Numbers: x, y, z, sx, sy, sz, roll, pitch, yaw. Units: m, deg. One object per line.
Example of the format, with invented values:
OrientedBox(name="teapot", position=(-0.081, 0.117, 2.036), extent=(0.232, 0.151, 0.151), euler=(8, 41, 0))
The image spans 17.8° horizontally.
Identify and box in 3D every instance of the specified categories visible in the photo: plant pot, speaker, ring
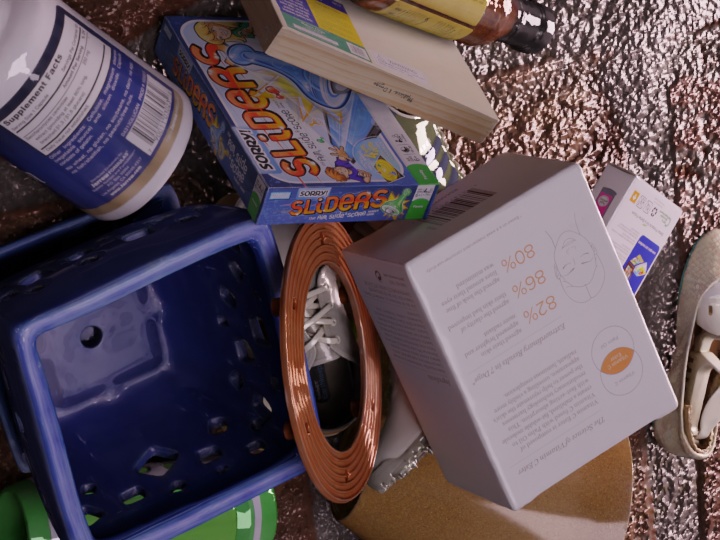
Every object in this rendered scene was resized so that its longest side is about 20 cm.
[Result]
OrientedBox(name="plant pot", position=(0.084, 0.176, 1.813), extent=(0.200, 0.186, 0.187), euler=(16, 99, -16))
OrientedBox(name="speaker", position=(-0.166, 0.187, 1.709), extent=(0.200, 0.088, 0.089), euler=(-4, 108, -29))
OrientedBox(name="ring", position=(-0.024, 0.061, 1.587), extent=(0.019, 0.200, 0.201), euler=(-7, 117, 18))
OrientedBox(name="plant pot", position=(-0.164, 0.060, 1.608), extent=(0.200, 0.180, 0.200), euler=(-24, 118, -22))

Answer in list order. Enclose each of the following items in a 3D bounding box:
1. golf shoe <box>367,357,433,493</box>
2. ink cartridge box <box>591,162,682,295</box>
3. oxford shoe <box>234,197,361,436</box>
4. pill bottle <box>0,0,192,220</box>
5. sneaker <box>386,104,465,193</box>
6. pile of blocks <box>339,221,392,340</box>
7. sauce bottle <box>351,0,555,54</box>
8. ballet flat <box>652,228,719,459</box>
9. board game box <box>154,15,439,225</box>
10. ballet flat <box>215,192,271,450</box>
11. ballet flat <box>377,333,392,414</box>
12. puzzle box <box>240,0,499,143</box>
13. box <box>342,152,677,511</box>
OrientedBox(name="golf shoe", position=(0.044, 0.069, 1.715), extent=(0.097, 0.078, 0.200), euler=(32, 80, 5))
OrientedBox(name="ink cartridge box", position=(0.186, 0.017, 1.870), extent=(0.095, 0.037, 0.200), euler=(29, 88, -54))
OrientedBox(name="oxford shoe", position=(-0.040, 0.032, 1.671), extent=(0.075, 0.058, 0.200), euler=(-20, 106, -12))
OrientedBox(name="pill bottle", position=(-0.220, -0.128, 1.553), extent=(0.200, 0.111, 0.111), euler=(36, 87, -34))
OrientedBox(name="sneaker", position=(0.045, -0.090, 1.746), extent=(0.200, 0.067, 0.090), euler=(23, 77, -44))
OrientedBox(name="pile of blocks", position=(0.000, 0.000, 1.736), extent=(0.082, 0.062, 0.200), euler=(-32, 157, -54))
OrientedBox(name="sauce bottle", position=(0.068, -0.203, 1.708), extent=(0.200, 0.066, 0.066), euler=(16, 98, -48))
OrientedBox(name="ballet flat", position=(0.301, 0.066, 1.953), extent=(0.067, 0.062, 0.200), euler=(2, 105, -31))
OrientedBox(name="board game box", position=(-0.047, -0.108, 1.610), extent=(0.135, 0.200, 0.034), euler=(-3, 132, -30))
OrientedBox(name="ballet flat", position=(-0.077, 0.042, 1.722), extent=(0.069, 0.063, 0.200), euler=(-12, 112, -20))
OrientedBox(name="ballet flat", position=(0.078, 0.038, 1.784), extent=(0.200, 0.071, 0.071), euler=(-39, 123, -31))
OrientedBox(name="puzzle box", position=(-0.002, -0.169, 1.656), extent=(0.200, 0.133, 0.025), euler=(21, 119, -33))
OrientedBox(name="box", position=(0.106, 0.041, 1.620), extent=(0.152, 0.106, 0.200), euler=(-30, 109, -19))
